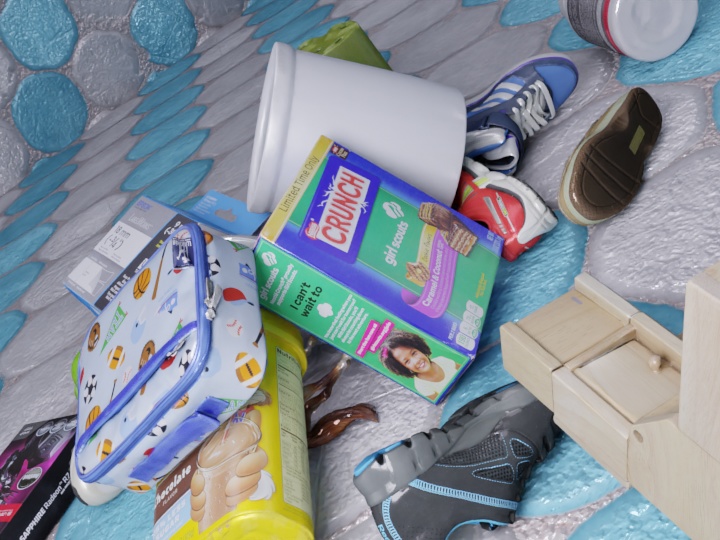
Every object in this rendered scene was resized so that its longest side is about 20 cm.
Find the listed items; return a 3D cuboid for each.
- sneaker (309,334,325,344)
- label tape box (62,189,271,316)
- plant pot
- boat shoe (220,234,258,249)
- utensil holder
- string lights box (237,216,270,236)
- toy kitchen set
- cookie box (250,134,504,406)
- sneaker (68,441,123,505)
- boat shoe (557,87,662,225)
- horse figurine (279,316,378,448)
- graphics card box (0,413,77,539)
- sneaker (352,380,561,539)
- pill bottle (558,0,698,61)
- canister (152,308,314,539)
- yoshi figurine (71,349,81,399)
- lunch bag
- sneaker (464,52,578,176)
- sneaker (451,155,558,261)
[{"bbox_3d":[0.000,0.000,1.004,0.080,0.075,0.202,-7,42,16],"label":"sneaker"},{"bbox_3d":[-0.213,-0.024,1.034,0.201,0.064,0.143,-50,39,-15],"label":"label tape box"},{"bbox_3d":[-0.014,-0.216,1.262,0.198,0.191,0.201,-27,25,13],"label":"plant pot"},{"bbox_3d":[-0.077,-0.006,0.924,0.197,0.067,0.074,15,57,23],"label":"boat shoe"},{"bbox_3d":[-0.007,-0.129,0.982,0.196,0.173,0.171,9,23,-10],"label":"utensil holder"},{"bbox_3d":[-0.050,-0.058,1.108,0.200,0.103,0.059,-45,5,-26],"label":"string lights box"},{"bbox_3d":[0.201,0.013,0.558,0.161,0.183,0.200,-26,39,-18],"label":"toy kitchen set"},{"bbox_3d":[0.014,-0.006,0.828,0.076,0.198,0.172,-59,4,40],"label":"cookie box"},{"bbox_3d":[-0.208,0.152,0.961,0.093,0.071,0.200,-12,28,47],"label":"sneaker"},{"bbox_3d":[0.230,-0.100,0.923,0.076,0.072,0.200,-27,14,47],"label":"boat shoe"},{"bbox_3d":[-0.070,0.118,0.878,0.133,0.050,0.199,-52,34,-13],"label":"horse figurine"},{"bbox_3d":[-0.362,0.243,1.006,0.124,0.051,0.201,-15,29,34],"label":"graphics card box"},{"bbox_3d":[0.090,0.131,0.659,0.197,0.083,0.073,-23,-8,-23],"label":"sneaker"},{"bbox_3d":[0.317,-0.327,1.166,0.110,0.112,0.200,-31,25,1],"label":"pill bottle"},{"bbox_3d":[-0.103,0.149,0.753,0.148,0.086,0.202,-42,34,25],"label":"canister"},{"bbox_3d":[-0.250,0.089,1.091,0.199,0.113,0.112,-38,31,-5],"label":"yoshi figurine"},{"bbox_3d":[-0.149,0.070,0.730,0.200,0.075,0.162,-44,38,31],"label":"lunch bag"},{"bbox_3d":[0.178,-0.161,1.080,0.197,0.081,0.147,-27,33,5],"label":"sneaker"},{"bbox_3d":[0.115,-0.059,0.966,0.085,0.077,0.200,-46,23,-6],"label":"sneaker"}]
